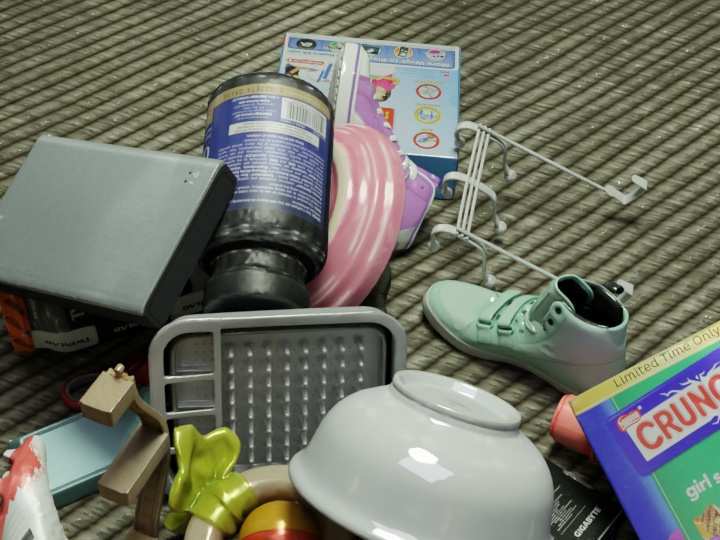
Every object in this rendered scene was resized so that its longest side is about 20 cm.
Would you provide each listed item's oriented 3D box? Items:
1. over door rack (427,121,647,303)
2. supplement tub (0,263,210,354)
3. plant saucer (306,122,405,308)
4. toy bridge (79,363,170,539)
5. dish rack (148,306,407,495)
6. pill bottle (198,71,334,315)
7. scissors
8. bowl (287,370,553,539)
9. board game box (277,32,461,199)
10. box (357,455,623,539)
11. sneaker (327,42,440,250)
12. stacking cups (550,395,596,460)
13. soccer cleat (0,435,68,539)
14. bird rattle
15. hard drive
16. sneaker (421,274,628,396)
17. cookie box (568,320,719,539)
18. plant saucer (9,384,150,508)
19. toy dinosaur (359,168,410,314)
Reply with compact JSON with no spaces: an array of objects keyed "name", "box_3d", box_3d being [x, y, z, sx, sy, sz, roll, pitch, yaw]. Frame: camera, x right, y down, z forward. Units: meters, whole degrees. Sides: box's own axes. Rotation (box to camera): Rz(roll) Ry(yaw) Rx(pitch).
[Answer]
[{"name":"over door rack","box_3d":[0.169,-0.047,1.265,0.198,0.067,0.149,18,55,-5]},{"name":"supplement tub","box_3d":[-0.218,-0.002,1.145,0.199,0.123,0.123,-18,48,-14]},{"name":"plant saucer","box_3d":[-0.044,-0.043,1.163,0.051,0.201,0.201,25,31,-37]},{"name":"toy bridge","box_3d":[-0.165,0.140,0.955,0.027,0.201,0.067,17,44,17]},{"name":"dish rack","box_3d":[-0.065,0.100,1.034,0.198,0.173,0.044,-2,29,-7]},{"name":"pill bottle","box_3d":[-0.079,-0.053,1.075,0.111,0.112,0.202,3,63,-1]},{"name":"scissors","box_3d":[-0.177,0.078,1.154,0.073,0.014,0.200,31,49,28]},{"name":"bowl","box_3d":[0.056,0.130,0.925,0.199,0.091,0.201,17,8,-3]},{"name":"board game box","box_3d":[0.006,-0.168,1.387,0.198,0.056,0.197,5,44,1]},{"name":"box","box_3d":[0.085,0.215,1.008,0.159,0.050,0.200,29,49,26]},{"name":"sneaker","box_3d":[0.022,-0.118,1.270,0.113,0.202,0.073,1,3,-9]},{"name":"stacking cups","box_3d":[0.255,0.155,1.071,0.199,0.061,0.061,24,47,22]},{"name":"soccer cleat","box_3d":[-0.239,0.216,0.970,0.084,0.069,0.201,8,48,-12]},{"name":"bird rattle","box_3d":[-0.083,0.204,0.942,0.162,0.113,0.201,-9,41,6]},{"name":"hard drive","box_3d":[-0.210,-0.035,1.037,0.199,0.033,0.140,10,64,32]},{"name":"sneaker","box_3d":[0.148,0.030,1.152,0.199,0.119,0.074,25,49,21]},{"name":"cookie box","box_3d":[0.278,0.152,0.984,0.170,0.075,0.201,-29,67,6]},{"name":"plant saucer","box_3d":[-0.185,0.130,1.082,0.199,0.019,0.070,-22,64,-24]},{"name":"toy dinosaur","box_3d":[0.000,0.000,1.177,0.076,0.103,0.201,6,47,-3]}]
